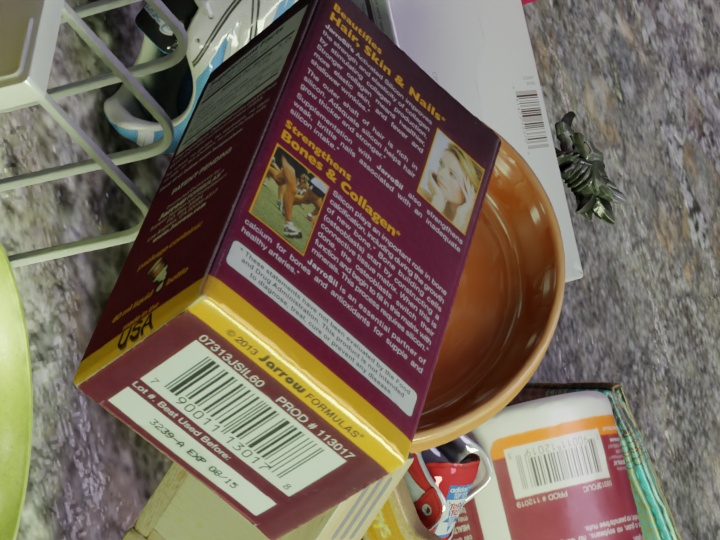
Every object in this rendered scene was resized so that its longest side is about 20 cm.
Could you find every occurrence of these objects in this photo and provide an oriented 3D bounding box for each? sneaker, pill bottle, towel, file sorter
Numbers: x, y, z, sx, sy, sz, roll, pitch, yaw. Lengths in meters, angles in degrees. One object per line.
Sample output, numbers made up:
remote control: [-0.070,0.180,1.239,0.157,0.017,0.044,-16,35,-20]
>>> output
sneaker: [0.024,0.160,1.293,0.071,0.112,0.201,-31,106,-62]
pill bottle: [0.105,0.175,1.346,0.114,0.114,0.201,2,74,-61]
sneaker: [-0.065,-0.141,1.203,0.072,0.201,0.072,-3,39,-45]
towel: [0.137,0.159,1.484,0.022,0.146,0.201,-34,108,-36]
file sorter: [-0.153,-0.113,1.062,0.125,0.138,0.201,49,38,-46]

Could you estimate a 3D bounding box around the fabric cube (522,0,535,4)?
fabric cube: [0.062,-0.284,1.470,0.196,0.198,0.201,31,52,-52]

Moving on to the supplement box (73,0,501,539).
supplement box: [-0.025,-0.007,1.004,0.110,0.086,0.201,41,41,-20]

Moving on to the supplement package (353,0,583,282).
supplement package: [0.026,-0.075,1.393,0.155,0.110,0.201,-10,88,-58]

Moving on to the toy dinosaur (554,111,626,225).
toy dinosaur: [0.085,-0.047,1.527,0.135,0.102,0.201,-13,116,-44]

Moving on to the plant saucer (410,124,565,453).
plant saucer: [0.000,0.000,1.200,0.032,0.199,0.201,99,-5,-61]

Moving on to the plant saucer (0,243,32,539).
plant saucer: [-0.188,0.066,0.985,0.200,0.031,0.201,2,90,-73]

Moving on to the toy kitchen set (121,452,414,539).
toy kitchen set: [0.006,0.160,1.122,0.163,0.181,0.200,40,15,25]

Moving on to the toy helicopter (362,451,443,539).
toy helicopter: [0.003,0.077,1.231,0.201,0.132,0.079,67,14,7]
